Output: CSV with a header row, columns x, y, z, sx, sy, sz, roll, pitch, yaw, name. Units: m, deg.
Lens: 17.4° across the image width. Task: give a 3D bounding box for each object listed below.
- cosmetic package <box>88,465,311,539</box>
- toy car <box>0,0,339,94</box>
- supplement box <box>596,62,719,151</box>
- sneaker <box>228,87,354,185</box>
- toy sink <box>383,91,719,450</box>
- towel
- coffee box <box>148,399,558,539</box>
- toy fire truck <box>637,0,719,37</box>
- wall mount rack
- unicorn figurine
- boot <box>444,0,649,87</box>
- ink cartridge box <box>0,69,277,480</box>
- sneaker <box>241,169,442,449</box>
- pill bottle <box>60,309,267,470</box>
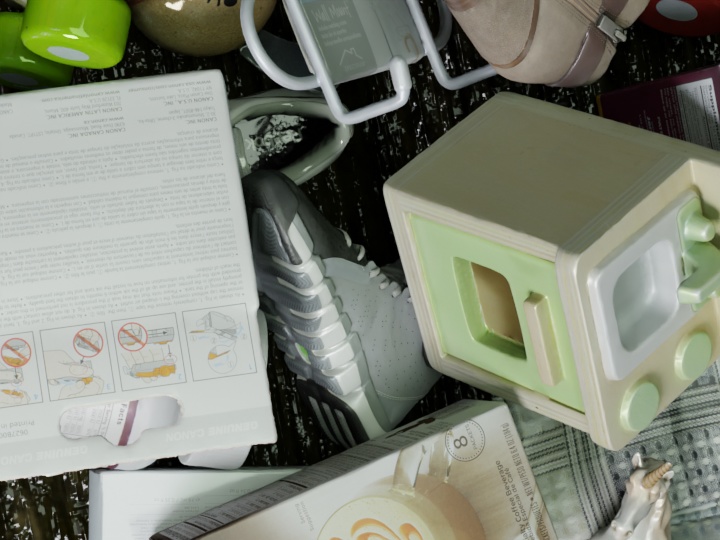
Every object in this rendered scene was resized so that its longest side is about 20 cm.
x,y,z,sx,sy,sz,roll,pitch,yaw,name
-0.053,0.187,1.328,0.199,0.052,0.152,1,87,-15,cosmetic package
-0.090,-0.169,1.282,0.199,0.158,0.165,15,78,-25,toy car
0.222,-0.077,1.324,0.110,0.200,0.086,-13,92,-14,supplement box
-0.097,-0.057,1.303,0.199,0.088,0.074,-24,97,-12,sneaker
0.124,0.006,1.249,0.112,0.200,0.131,-39,131,-30,toy sink
0.173,0.077,1.396,0.192,0.035,0.201,-11,93,-14,towel
0.000,0.160,1.276,0.199,0.080,0.115,-23,95,-15,coffee box
0.195,-0.222,1.315,0.168,0.200,0.113,32,66,-39,toy fire truck
0.008,-0.176,1.284,0.200,0.074,0.174,-24,93,-55,wall mount rack
0.161,0.189,1.361,0.137,0.074,0.200,-51,133,-1,unicorn figurine
0.115,-0.198,1.260,0.146,0.070,0.200,24,98,-44,boot
-0.136,0.004,1.209,0.160,0.050,0.201,-8,80,-12,ink cartridge box
0.000,0.000,1.317,0.115,0.075,0.200,-40,132,-23,sneaker
-0.157,0.049,1.273,0.199,0.110,0.110,9,87,-14,pill bottle
